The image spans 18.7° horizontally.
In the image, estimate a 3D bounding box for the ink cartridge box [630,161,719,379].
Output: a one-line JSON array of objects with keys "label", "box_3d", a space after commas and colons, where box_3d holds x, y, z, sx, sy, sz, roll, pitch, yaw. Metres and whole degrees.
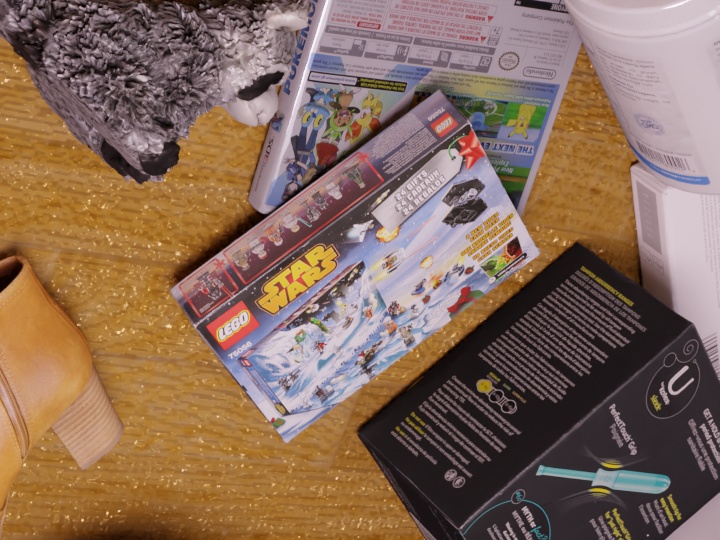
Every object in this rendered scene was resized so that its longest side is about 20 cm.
[{"label": "ink cartridge box", "box_3d": [0.276, -0.018, 1.510, 0.176, 0.045, 0.201, -26, 129, -19]}]

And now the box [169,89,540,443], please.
[{"label": "box", "box_3d": [0.000, 0.000, 1.309, 0.200, 0.040, 0.137, -36, 139, -3]}]

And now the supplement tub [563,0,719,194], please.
[{"label": "supplement tub", "box_3d": [0.199, -0.147, 1.301, 0.132, 0.132, 0.200, -42, 144, -6]}]

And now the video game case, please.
[{"label": "video game case", "box_3d": [0.042, -0.114, 1.308, 0.199, 0.022, 0.183, 3, 114, -37]}]

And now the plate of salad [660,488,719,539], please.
[{"label": "plate of salad", "box_3d": [0.194, 0.191, 1.471, 0.200, 0.200, 0.048, -39, 125, -9]}]

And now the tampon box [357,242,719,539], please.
[{"label": "tampon box", "box_3d": [0.130, 0.115, 1.432, 0.200, 0.126, 0.150, -39, 132, -10]}]

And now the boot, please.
[{"label": "boot", "box_3d": [-0.238, 0.092, 1.213, 0.201, 0.071, 0.144, -40, 126, -13]}]

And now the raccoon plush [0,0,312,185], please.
[{"label": "raccoon plush", "box_3d": [-0.112, -0.141, 1.144, 0.134, 0.097, 0.200, -46, 132, -13]}]
